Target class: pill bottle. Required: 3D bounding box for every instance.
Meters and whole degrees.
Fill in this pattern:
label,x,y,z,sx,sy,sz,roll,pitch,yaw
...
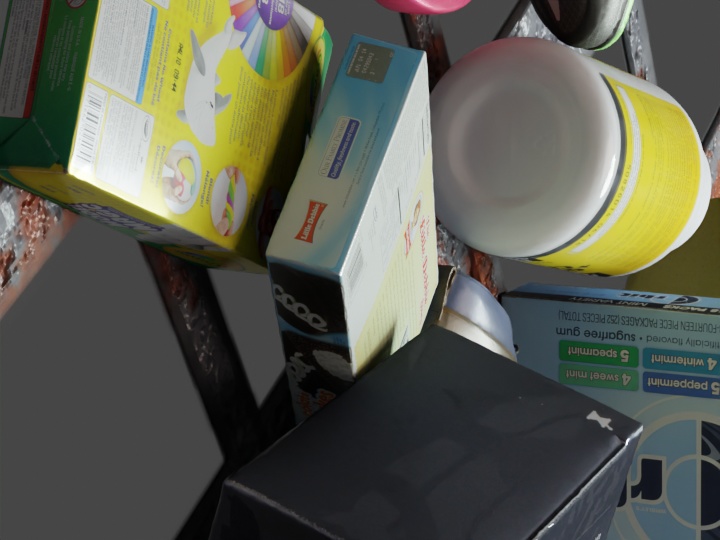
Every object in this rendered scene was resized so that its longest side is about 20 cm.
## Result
label,x,y,z,sx,sy,sz,roll,pitch,yaw
pill bottle,0.118,-0.055,1.271,0.200,0.111,0.113,10,85,-62

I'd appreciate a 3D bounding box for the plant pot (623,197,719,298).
label,x,y,z,sx,sy,sz,roll,pitch,yaw
plant pot,0.269,0.052,1.512,0.200,0.199,0.178,30,57,-60

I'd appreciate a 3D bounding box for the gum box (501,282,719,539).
label,x,y,z,sx,sy,sz,roll,pitch,yaw
gum box,0.163,0.114,1.324,0.044,0.169,0.202,-21,112,-60

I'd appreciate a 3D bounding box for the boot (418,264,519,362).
label,x,y,z,sx,sy,sz,roll,pitch,yaw
boot,0.072,0.072,1.245,0.200,0.074,0.098,37,65,-57

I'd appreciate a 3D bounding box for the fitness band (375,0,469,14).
label,x,y,z,sx,sy,sz,roll,pitch,yaw
fitness band,0.036,-0.227,1.173,0.143,0.037,0.202,17,80,-65

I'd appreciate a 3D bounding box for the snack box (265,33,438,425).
label,x,y,z,sx,sy,sz,roll,pitch,yaw
snack box,0.000,0.000,1.073,0.200,0.037,0.117,84,24,-59

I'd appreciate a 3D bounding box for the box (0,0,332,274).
label,x,y,z,sx,sy,sz,roll,pitch,yaw
box,-0.073,-0.071,0.972,0.200,0.048,0.118,27,71,-59

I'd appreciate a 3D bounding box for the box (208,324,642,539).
label,x,y,z,sx,sy,sz,roll,pitch,yaw
box,0.013,0.159,1.037,0.196,0.117,0.201,-33,145,-57

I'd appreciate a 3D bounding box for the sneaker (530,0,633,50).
label,x,y,z,sx,sy,sz,roll,pitch,yaw
sneaker,0.083,-0.192,1.171,0.084,0.076,0.201,-46,130,-36
